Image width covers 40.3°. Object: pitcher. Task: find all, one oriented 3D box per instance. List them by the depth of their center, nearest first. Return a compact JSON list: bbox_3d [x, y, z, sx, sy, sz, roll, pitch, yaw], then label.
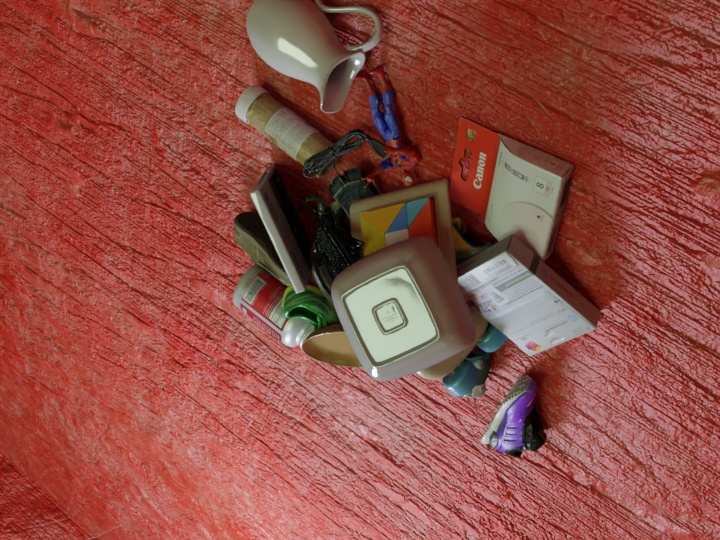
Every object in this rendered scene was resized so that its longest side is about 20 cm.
[{"bbox_3d":[-0.072,-0.374,1.548,0.200,0.121,0.172,43,101,19],"label":"pitcher"}]

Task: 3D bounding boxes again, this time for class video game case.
[{"bbox_3d":[-0.137,-0.079,1.789,0.023,0.182,0.201,-20,107,12],"label":"video game case"}]

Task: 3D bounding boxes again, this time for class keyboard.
[{"bbox_3d":[-0.044,-0.032,1.646,0.200,0.039,0.105,55,132,50],"label":"keyboard"}]

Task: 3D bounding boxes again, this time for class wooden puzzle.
[{"bbox_3d":[0.064,-0.043,1.590,0.184,0.037,0.201,-12,69,29],"label":"wooden puzzle"}]

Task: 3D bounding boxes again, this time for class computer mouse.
[{"bbox_3d":[0.012,-0.152,1.677,0.140,0.046,0.200,-35,112,23],"label":"computer mouse"}]

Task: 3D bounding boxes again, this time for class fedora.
[{"bbox_3d":[0.000,0.000,1.768,0.199,0.090,0.178,23,131,43],"label":"fedora"}]

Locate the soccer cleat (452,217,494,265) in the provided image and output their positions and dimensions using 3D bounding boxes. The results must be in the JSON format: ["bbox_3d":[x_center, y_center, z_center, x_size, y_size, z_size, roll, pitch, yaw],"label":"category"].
[{"bbox_3d":[0.137,-0.060,1.625,0.200,0.065,0.084,29,119,26],"label":"soccer cleat"}]

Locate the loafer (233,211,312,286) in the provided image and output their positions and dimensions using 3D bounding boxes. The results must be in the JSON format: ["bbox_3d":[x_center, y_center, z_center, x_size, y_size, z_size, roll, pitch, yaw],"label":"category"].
[{"bbox_3d":[-0.173,-0.035,1.929,0.200,0.076,0.068,45,144,18],"label":"loafer"}]

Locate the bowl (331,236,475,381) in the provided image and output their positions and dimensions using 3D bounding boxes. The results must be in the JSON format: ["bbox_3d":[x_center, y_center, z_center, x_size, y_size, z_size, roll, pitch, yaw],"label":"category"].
[{"bbox_3d":[0.055,0.066,1.514,0.199,0.075,0.201,-26,88,23],"label":"bowl"}]

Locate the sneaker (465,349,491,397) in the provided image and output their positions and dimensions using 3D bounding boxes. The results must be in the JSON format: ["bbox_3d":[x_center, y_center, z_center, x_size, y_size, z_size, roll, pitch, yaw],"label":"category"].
[{"bbox_3d":[0.153,0.139,1.759,0.199,0.078,0.092,31,120,19],"label":"sneaker"}]

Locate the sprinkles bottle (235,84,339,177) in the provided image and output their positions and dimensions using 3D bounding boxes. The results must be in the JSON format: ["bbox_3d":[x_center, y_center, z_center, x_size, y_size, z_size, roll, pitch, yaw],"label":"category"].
[{"bbox_3d":[-0.128,-0.246,1.724,0.200,0.068,0.068,38,139,16],"label":"sprinkles bottle"}]

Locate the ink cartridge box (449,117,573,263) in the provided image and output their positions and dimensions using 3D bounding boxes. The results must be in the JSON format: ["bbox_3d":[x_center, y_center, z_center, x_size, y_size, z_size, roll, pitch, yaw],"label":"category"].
[{"bbox_3d":[0.217,-0.123,1.503,0.199,0.057,0.163,25,134,22],"label":"ink cartridge box"}]

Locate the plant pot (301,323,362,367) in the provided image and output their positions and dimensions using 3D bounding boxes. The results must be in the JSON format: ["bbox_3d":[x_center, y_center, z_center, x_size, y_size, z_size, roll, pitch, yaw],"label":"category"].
[{"bbox_3d":[-0.012,0.140,1.854,0.199,0.028,0.200,2,156,1],"label":"plant pot"}]

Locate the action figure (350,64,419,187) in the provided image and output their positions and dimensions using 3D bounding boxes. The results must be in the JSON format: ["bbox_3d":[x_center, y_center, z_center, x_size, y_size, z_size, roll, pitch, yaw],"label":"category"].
[{"bbox_3d":[0.032,-0.216,1.575,0.065,0.099,0.201,-5,118,46],"label":"action figure"}]

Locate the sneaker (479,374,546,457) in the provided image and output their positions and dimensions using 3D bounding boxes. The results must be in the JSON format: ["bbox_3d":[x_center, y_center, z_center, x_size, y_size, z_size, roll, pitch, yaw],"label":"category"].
[{"bbox_3d":[0.288,0.263,1.718,0.099,0.070,0.201,33,142,11],"label":"sneaker"}]

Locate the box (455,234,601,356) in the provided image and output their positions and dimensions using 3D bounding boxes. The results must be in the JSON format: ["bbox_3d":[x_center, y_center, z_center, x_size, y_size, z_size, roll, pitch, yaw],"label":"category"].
[{"bbox_3d":[0.254,0.044,1.548,0.200,0.041,0.156,39,142,-15],"label":"box"}]

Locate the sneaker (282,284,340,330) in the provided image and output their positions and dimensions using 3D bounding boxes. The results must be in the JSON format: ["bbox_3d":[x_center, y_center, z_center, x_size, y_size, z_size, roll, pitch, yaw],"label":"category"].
[{"bbox_3d":[-0.053,0.085,1.860,0.199,0.084,0.074,11,143,5],"label":"sneaker"}]

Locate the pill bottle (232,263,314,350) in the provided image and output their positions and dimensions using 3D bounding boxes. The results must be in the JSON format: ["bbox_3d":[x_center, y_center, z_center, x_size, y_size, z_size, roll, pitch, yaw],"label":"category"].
[{"bbox_3d":[-0.149,0.079,1.955,0.200,0.112,0.113,36,138,18],"label":"pill bottle"}]

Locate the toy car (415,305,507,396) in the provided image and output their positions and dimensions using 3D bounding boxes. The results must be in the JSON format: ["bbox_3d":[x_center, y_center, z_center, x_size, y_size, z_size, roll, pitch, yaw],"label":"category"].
[{"bbox_3d":[0.114,0.091,1.686,0.184,0.177,0.200,40,169,-23],"label":"toy car"}]

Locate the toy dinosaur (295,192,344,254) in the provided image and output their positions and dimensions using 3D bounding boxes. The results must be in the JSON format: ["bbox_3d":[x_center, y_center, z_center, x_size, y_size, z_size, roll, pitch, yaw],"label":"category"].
[{"bbox_3d":[-0.066,-0.105,1.784,0.088,0.048,0.200,25,137,-10],"label":"toy dinosaur"}]
